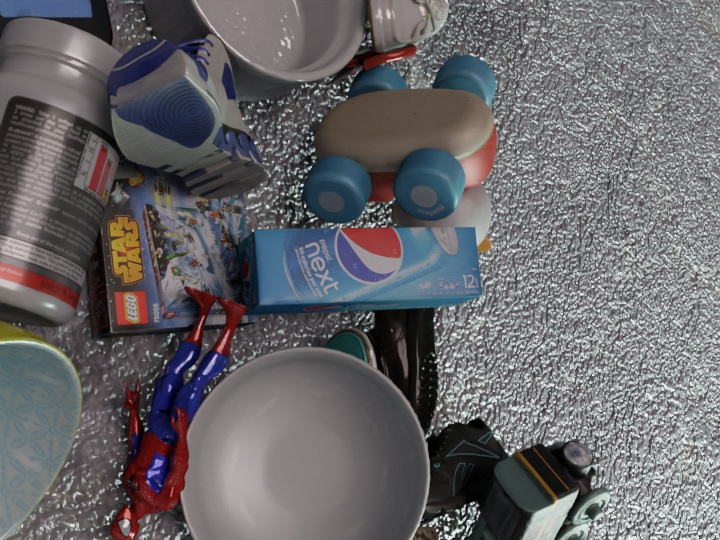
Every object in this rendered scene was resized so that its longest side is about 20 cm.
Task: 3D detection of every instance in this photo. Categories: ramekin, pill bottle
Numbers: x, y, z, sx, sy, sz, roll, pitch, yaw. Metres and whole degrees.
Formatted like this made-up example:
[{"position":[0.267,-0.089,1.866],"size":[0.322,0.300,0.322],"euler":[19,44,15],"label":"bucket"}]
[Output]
[{"position":[-0.099,-0.253,0.823],"size":[0.200,0.098,0.202],"euler":[10,74,-36],"label":"ramekin"},{"position":[-0.238,-0.069,0.646],"size":[0.116,0.116,0.201],"euler":[22,73,-32],"label":"pill bottle"}]

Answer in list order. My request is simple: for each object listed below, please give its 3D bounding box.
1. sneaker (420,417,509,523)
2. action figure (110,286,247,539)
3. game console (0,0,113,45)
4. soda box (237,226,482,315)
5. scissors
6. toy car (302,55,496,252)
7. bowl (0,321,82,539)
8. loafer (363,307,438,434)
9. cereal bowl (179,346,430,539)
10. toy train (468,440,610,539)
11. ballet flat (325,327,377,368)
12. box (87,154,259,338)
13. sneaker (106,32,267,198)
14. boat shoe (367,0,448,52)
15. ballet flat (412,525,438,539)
[{"position":[0.077,0.196,0.872],"size":[0.200,0.075,0.080],"euler":[-3,68,-52],"label":"sneaker"},{"position":[-0.150,0.113,0.697],"size":[0.052,0.065,0.201],"euler":[26,80,-56],"label":"action figure"},{"position":[-0.297,-0.254,0.713],"size":[0.176,0.031,0.201],"euler":[-10,84,-39],"label":"game console"},{"position":[0.000,0.000,0.771],"size":[0.199,0.068,0.065],"euler":[-2,81,-20],"label":"soda box"},{"position":[-0.011,-0.196,0.873],"size":[0.200,0.073,0.014],"euler":[-40,129,-51],"label":"scissors"},{"position":[0.059,-0.075,0.894],"size":[0.185,0.176,0.201],"euler":[-69,149,-42],"label":"toy car"},{"position":[-0.290,0.103,0.566],"size":[0.107,0.201,0.200],"euler":[31,50,22],"label":"bowl"},{"position":[0.034,0.078,0.871],"size":[0.073,0.071,0.201],"euler":[2,90,-70],"label":"loafer"},{"position":[-0.044,0.164,0.741],"size":[0.199,0.083,0.201],"euler":[0,80,1],"label":"cereal bowl"},{"position":[0.157,0.243,0.858],"size":[0.114,0.201,0.085],"euler":[-12,46,-29],"label":"toy train"},{"position":[-0.009,0.155,0.823],"size":[0.069,0.069,0.201],"euler":[10,77,-36],"label":"ballet flat"},{"position":[-0.164,-0.048,0.759],"size":[0.136,0.040,0.201],"euler":[-1,79,-39],"label":"box"},{"position":[-0.141,-0.137,0.694],"size":[0.199,0.080,0.116],"euler":[50,20,-73],"label":"sneaker"},{"position":[0.053,-0.264,0.905],"size":[0.200,0.069,0.071],"euler":[-60,149,-63],"label":"boat shoe"},{"position":[0.015,0.285,0.792],"size":[0.199,0.075,0.068],"euler":[-8,107,-39],"label":"ballet flat"}]
